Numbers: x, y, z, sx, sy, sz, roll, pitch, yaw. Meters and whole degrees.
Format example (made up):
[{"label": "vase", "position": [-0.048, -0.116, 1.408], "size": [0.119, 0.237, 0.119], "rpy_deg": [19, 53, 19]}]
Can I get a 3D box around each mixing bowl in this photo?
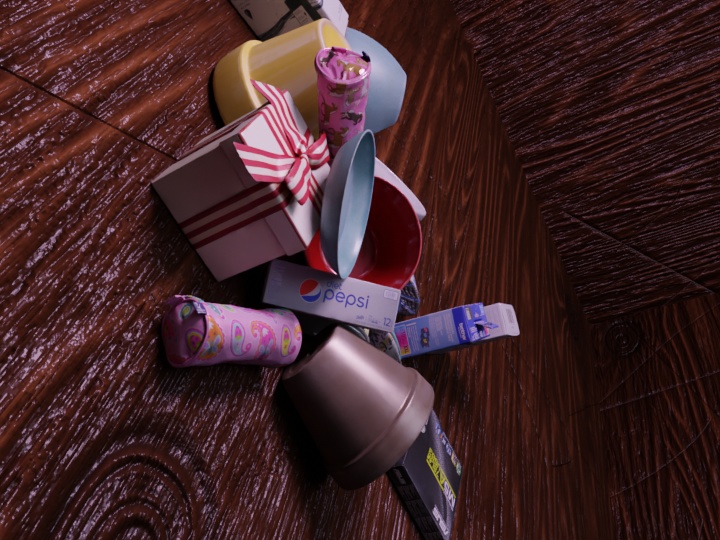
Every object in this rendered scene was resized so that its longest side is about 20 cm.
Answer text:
[{"label": "mixing bowl", "position": [-0.007, -0.043, 1.007], "size": [0.108, 0.195, 0.206], "rpy_deg": [152, -79, -75]}]

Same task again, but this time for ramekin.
[{"label": "ramekin", "position": [0.025, -0.141, 1.178], "size": [0.201, 0.095, 0.203], "rpy_deg": [39, 18, -14]}]

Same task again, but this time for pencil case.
[{"label": "pencil case", "position": [-0.158, 0.079, 0.778], "size": [0.198, 0.086, 0.090], "rpy_deg": [16, 60, -57]}, {"label": "pencil case", "position": [-0.027, -0.215, 0.887], "size": [0.086, 0.082, 0.203], "rpy_deg": [-39, 151, -30]}]

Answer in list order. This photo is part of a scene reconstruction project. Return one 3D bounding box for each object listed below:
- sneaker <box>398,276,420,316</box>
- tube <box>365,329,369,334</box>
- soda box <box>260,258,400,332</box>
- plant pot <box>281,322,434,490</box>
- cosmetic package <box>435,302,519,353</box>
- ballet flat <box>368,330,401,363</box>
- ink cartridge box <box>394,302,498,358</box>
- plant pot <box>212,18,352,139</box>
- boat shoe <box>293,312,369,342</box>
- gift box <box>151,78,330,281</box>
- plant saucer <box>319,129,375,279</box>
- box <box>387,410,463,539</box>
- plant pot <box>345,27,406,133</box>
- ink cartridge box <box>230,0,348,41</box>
[{"label": "sneaker", "position": [0.069, -0.003, 1.291], "size": [0.077, 0.074, 0.206], "rpy_deg": [15, 59, -84]}, {"label": "tube", "position": [-0.003, 0.119, 1.094], "size": [0.057, 0.052, 0.202], "rpy_deg": [26, 43, 0]}, {"label": "soda box", "position": [-0.045, 0.039, 0.899], "size": [0.195, 0.068, 0.065], "rpy_deg": [14, 82, -11]}, {"label": "plant pot", "position": [-0.017, 0.179, 0.901], "size": [0.174, 0.199, 0.201], "rpy_deg": [48, 32, -9]}, {"label": "cosmetic package", "position": [0.242, 0.132, 1.376], "size": [0.101, 0.196, 0.076], "rpy_deg": [11, 63, -58]}, {"label": "ballet flat", "position": [0.038, 0.162, 1.072], "size": [0.202, 0.070, 0.074], "rpy_deg": [73, 15, -54]}, {"label": "ink cartridge box", "position": [0.180, 0.119, 1.267], "size": [0.135, 0.196, 0.078], "rpy_deg": [-1, 74, -61]}, {"label": "plant pot", "position": [-0.101, -0.287, 0.977], "size": [0.201, 0.185, 0.204], "rpy_deg": [46, 31, -39]}, {"label": "boat shoe", "position": [-0.069, 0.067, 0.982], "size": [0.200, 0.076, 0.060], "rpy_deg": [47, -3, -25]}, {"label": "gift box", "position": [-0.144, -0.123, 0.814], "size": [0.202, 0.183, 0.186], "rpy_deg": [57, 30, -27]}, {"label": "plant saucer", "position": [-0.019, -0.092, 0.847], "size": [0.200, 0.035, 0.206], "rpy_deg": [12, 89, -80]}, {"label": "box", "position": [0.129, 0.380, 1.181], "size": [0.203, 0.047, 0.194], "rpy_deg": [63, 26, -17]}, {"label": "plant pot", "position": [0.015, -0.348, 1.197], "size": [0.200, 0.131, 0.206], "rpy_deg": [-168, -90, -84]}, {"label": "ink cartridge box", "position": [-0.131, -0.477, 1.096], "size": [0.200, 0.144, 0.085], "rpy_deg": [46, 38, -39]}]
